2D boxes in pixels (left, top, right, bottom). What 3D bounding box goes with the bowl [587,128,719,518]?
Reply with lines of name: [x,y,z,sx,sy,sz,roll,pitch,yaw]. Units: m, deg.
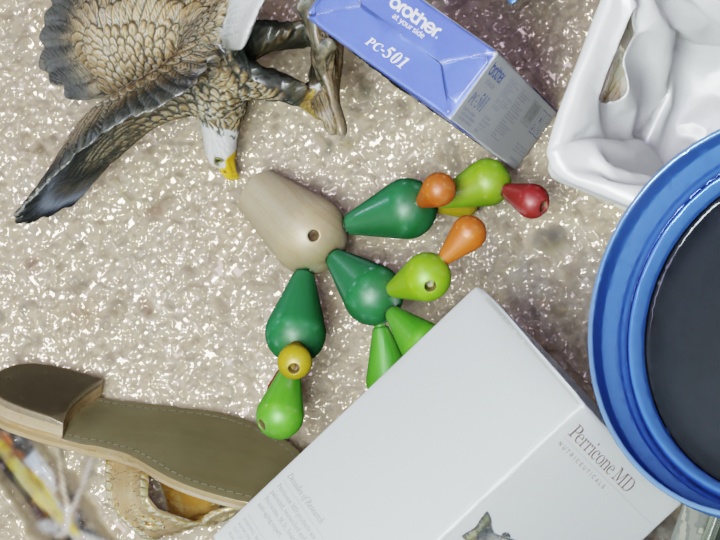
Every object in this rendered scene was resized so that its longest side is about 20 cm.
bowl: [0.205,0.024,1.135,0.200,0.039,0.202,-11,69,32]

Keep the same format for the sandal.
sandal: [-0.120,0.119,1.358,0.211,0.078,0.070,18,121,21]

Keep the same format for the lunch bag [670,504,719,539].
lunch bag: [0.242,0.118,1.221,0.139,0.168,0.201,21,89,-22]

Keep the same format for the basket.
basket: [0.216,-0.075,1.258,0.199,0.123,0.136,20,89,13]

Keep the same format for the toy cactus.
toy cactus: [0.000,0.000,1.330,0.165,0.102,0.200,41,97,32]

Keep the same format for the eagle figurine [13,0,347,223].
eagle figurine: [-0.105,-0.107,1.329,0.199,0.152,0.152,-3,98,9]

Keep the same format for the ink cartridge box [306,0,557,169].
ink cartridge box: [0.042,-0.109,1.260,0.094,0.200,0.044,37,94,13]

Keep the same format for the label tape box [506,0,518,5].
label tape box: [0.081,-0.262,1.336,0.144,0.063,0.200,-40,78,6]

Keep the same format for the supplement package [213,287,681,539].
supplement package: [0.045,0.132,1.256,0.200,0.117,0.117,-44,42,4]
